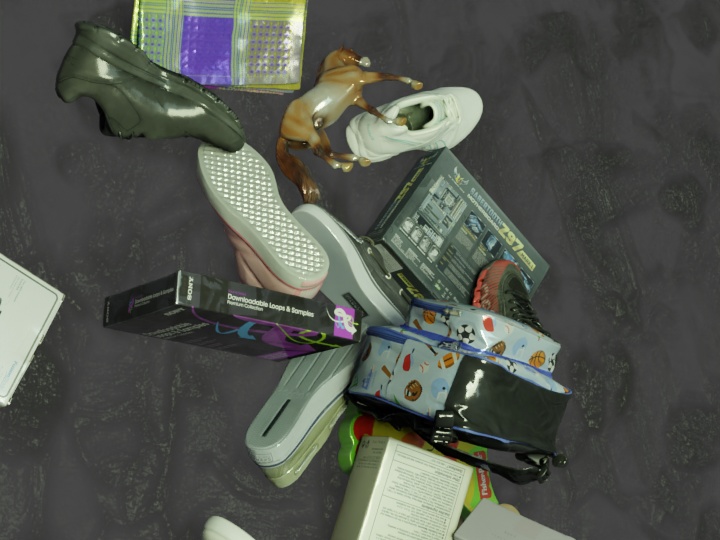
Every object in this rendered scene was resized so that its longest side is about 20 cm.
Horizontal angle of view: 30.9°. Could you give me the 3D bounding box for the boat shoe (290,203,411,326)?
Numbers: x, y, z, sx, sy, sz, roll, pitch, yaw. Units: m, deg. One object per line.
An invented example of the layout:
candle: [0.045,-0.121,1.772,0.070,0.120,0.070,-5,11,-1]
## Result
boat shoe: [0.000,0.000,1.374,0.200,0.070,0.066,50,46,-17]

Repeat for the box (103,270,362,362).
box: [-0.119,0.046,1.218,0.200,0.143,0.036,15,70,-34]

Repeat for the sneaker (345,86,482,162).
sneaker: [0.079,-0.170,1.473,0.200,0.080,0.070,-22,91,-41]

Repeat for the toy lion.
toy lion: [0.067,0.206,1.381,0.192,0.069,0.200,-4,81,-32]

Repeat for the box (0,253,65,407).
box: [-0.363,0.020,1.086,0.200,0.060,0.117,35,59,-26]

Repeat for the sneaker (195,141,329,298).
sneaker: [-0.110,-0.035,1.302,0.075,0.105,0.200,-22,63,-31]

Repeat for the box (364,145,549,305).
box: [0.110,-0.015,1.472,0.200,0.051,0.158,47,56,-19]

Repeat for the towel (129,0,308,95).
towel: [-0.137,-0.253,1.321,0.200,0.023,0.144,-2,108,-37]

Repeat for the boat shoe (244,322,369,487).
boat shoe: [-0.048,0.131,1.310,0.200,0.072,0.062,-49,137,-36]

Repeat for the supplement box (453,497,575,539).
supplement box: [0.158,0.335,1.322,0.061,0.109,0.200,-43,141,-38]

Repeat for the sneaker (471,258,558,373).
sneaker: [0.167,0.068,1.392,0.071,0.098,0.201,24,53,-28]

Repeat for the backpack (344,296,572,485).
backpack: [0.089,0.106,1.267,0.200,0.190,0.154,29,72,-44]

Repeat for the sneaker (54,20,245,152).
sneaker: [-0.203,-0.158,1.252,0.200,0.076,0.091,29,91,-26]

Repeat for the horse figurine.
horse figurine: [-0.028,-0.162,1.379,0.200,0.132,0.050,-52,152,-22]

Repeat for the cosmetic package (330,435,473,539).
cosmetic package: [0.028,0.273,1.288,0.105,0.071,0.200,24,75,-19]

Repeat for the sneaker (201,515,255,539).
sneaker: [-0.098,0.324,1.206,0.085,0.073,0.200,-38,98,-30]
